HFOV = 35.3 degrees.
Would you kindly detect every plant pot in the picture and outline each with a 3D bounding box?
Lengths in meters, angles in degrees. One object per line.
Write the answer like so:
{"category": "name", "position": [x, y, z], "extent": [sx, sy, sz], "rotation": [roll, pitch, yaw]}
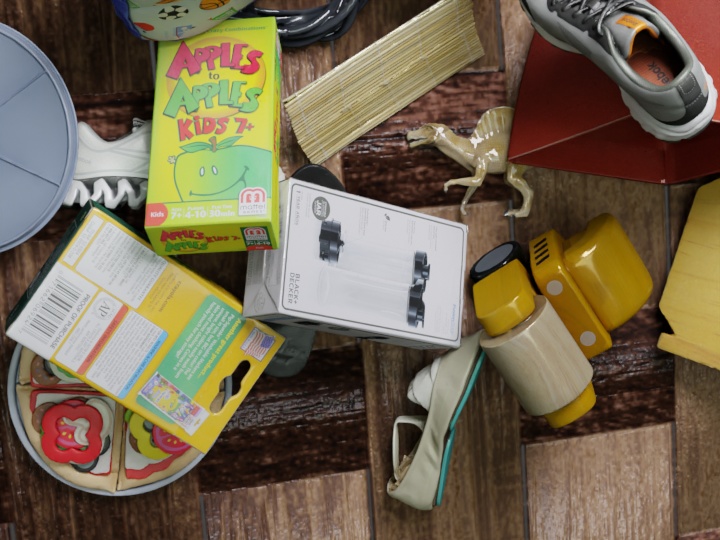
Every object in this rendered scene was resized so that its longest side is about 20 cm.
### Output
{"category": "plant pot", "position": [0.263, -0.190, 0.999], "extent": [0.198, 0.199, 0.178], "rotation": [5, 81, -27]}

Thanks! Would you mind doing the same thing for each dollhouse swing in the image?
{"category": "dollhouse swing", "position": [0.427, 0.011, 1.155], "extent": [0.180, 0.175, 0.202], "rotation": [20, 96, 27]}

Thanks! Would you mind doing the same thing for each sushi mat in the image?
{"category": "sushi mat", "position": [0.024, -0.173, 1.014], "extent": [0.199, 0.096, 0.012], "rotation": [-34, 60, -6]}

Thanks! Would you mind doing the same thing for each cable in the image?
{"category": "cable", "position": [-0.076, -0.283, 0.991], "extent": [0.198, 0.051, 0.165], "rotation": [5, 93, -9]}

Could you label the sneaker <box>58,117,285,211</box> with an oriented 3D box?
{"category": "sneaker", "position": [-0.163, -0.092, 0.986], "extent": [0.198, 0.075, 0.082], "rotation": [0, 90, -13]}

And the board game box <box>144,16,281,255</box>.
{"category": "board game box", "position": [-0.118, -0.114, 0.934], "extent": [0.100, 0.048, 0.202], "rotation": [-3, 62, 3]}

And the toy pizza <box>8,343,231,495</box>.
{"category": "toy pizza", "position": [-0.214, 0.107, 1.015], "extent": [0.198, 0.032, 0.203], "rotation": [-2, 99, -12]}

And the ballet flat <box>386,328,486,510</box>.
{"category": "ballet flat", "position": [0.066, 0.137, 1.059], "extent": [0.069, 0.070, 0.202], "rotation": [8, 115, -14]}

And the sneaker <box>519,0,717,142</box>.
{"category": "sneaker", "position": [0.189, -0.186, 0.846], "extent": [0.074, 0.079, 0.200], "rotation": [-42, 65, 3]}

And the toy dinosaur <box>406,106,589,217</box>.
{"category": "toy dinosaur", "position": [0.145, -0.103, 1.060], "extent": [0.198, 0.058, 0.102], "rotation": [-3, 98, -13]}

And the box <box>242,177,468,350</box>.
{"category": "box", "position": [0.000, 0.000, 0.992], "extent": [0.198, 0.060, 0.118], "rotation": [11, 77, -35]}

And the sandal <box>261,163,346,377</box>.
{"category": "sandal", "position": [-0.051, 0.004, 1.036], "extent": [0.074, 0.045, 0.202], "rotation": [11, 96, -14]}

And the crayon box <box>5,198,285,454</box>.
{"category": "crayon box", "position": [-0.180, 0.049, 0.957], "extent": [0.199, 0.052, 0.126], "rotation": [36, 90, -21]}

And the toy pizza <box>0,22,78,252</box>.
{"category": "toy pizza", "position": [-0.333, -0.112, 0.950], "extent": [0.198, 0.032, 0.203], "rotation": [0, 98, 1]}

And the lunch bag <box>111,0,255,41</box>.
{"category": "lunch bag", "position": [-0.113, -0.266, 0.873], "extent": [0.200, 0.170, 0.124], "rotation": [-40, 93, -5]}

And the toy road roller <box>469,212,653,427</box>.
{"category": "toy road roller", "position": [0.188, 0.030, 1.019], "extent": [0.145, 0.200, 0.123], "rotation": [-32, 105, 16]}
